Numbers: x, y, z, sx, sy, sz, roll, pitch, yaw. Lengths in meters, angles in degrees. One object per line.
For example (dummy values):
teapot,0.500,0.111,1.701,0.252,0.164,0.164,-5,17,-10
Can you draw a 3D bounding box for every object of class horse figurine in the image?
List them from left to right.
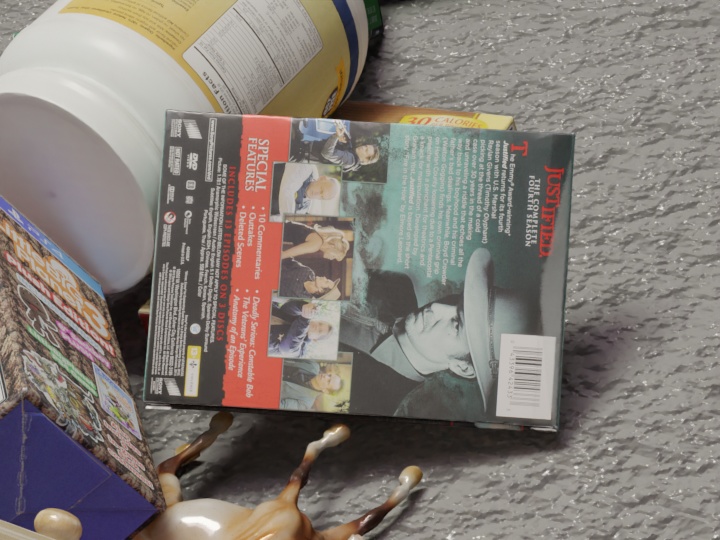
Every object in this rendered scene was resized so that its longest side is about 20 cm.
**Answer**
horse figurine,-0.067,0.115,1.346,0.199,0.050,0.133,6,34,28

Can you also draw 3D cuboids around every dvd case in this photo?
dvd case,0.000,0.000,1.383,0.199,0.147,0.022,3,-7,4

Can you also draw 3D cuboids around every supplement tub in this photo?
supplement tub,-0.102,-0.094,1.499,0.144,0.145,0.200,9,40,33

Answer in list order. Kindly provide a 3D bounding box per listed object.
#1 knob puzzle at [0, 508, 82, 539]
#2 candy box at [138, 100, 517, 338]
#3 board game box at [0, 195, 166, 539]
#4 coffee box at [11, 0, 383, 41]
knob puzzle,-0.075,0.143,1.200,0.219,0.220,0.031,8,69,32
candy box,-0.010,-0.010,1.498,0.115,0.055,0.200,8,41,35
board game box,-0.195,0.079,1.360,0.159,0.097,0.200,-40,32,11
coffee box,-0.093,-0.137,1.692,0.199,0.044,0.123,-9,6,9
